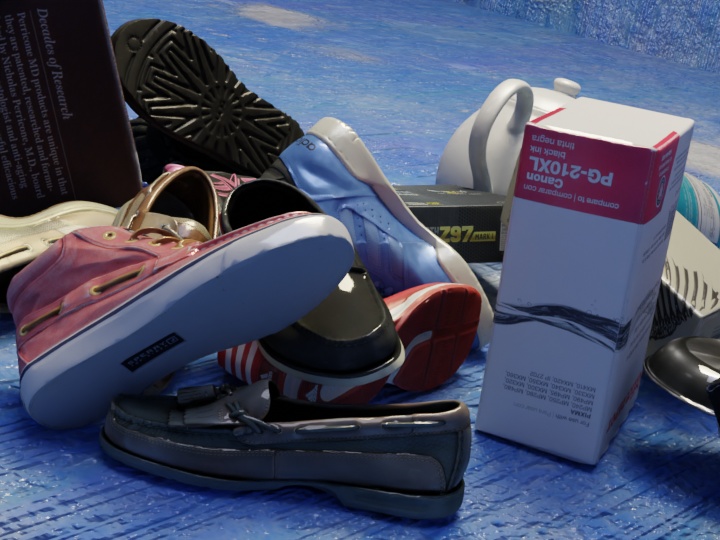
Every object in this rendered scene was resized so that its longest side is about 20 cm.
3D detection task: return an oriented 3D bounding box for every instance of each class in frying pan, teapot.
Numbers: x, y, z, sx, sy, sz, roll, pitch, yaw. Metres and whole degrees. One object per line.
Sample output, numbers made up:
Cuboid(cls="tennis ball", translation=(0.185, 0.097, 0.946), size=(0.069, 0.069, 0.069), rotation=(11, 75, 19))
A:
Cuboid(cls="frying pan", translation=(0.269, 0.078, 0.856), size=(0.189, 0.031, 0.115), rotation=(13, 17, -6))
Cuboid(cls="teapot", translation=(0.170, -0.108, 1.289), size=(0.197, 0.147, 0.200), rotation=(15, 12, -13))

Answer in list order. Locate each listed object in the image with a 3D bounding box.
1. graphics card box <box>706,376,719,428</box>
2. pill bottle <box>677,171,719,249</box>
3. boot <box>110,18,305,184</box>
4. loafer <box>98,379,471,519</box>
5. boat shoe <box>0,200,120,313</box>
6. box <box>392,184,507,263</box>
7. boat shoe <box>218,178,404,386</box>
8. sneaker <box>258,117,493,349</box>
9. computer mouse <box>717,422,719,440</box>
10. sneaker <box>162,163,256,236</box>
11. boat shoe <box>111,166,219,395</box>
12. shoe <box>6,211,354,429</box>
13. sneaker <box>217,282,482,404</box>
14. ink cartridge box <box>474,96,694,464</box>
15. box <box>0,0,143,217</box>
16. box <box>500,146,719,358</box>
Cuboid(cls="graphics card box", translation=(0.275, 0.093, 0.781), size=(0.051, 0.126, 0.200), rotation=(-22, -4, 40))
Cuboid(cls="pill bottle", translation=(0.242, -0.040, 1.179), size=(0.200, 0.111, 0.111), rotation=(17, 8, -46))
Cuboid(cls="boot", translation=(-0.164, -0.131, 1.164), size=(0.157, 0.080, 0.211), rotation=(4, -26, 47))
Cuboid(cls="loafer", translation=(-0.038, 0.082, 0.740), size=(0.199, 0.063, 0.072), rotation=(10, 18, -3))
Cuboid(cls="boat shoe", translation=(-0.205, 0.000, 0.900), size=(0.065, 0.072, 0.200), rotation=(44, 22, 23))
Cuboid(cls="box", translation=(0.029, -0.040, 1.126), size=(0.199, 0.051, 0.158), rotation=(-1, 9, -25))
Cuboid(cls="boat shoe", translation=(-0.035, 0.005, 0.811), size=(0.073, 0.063, 0.201), rotation=(-16, 30, -16))
Cuboid(cls="sneaker", translation=(0.000, 0.000, 0.978), size=(0.111, 0.200, 0.077), rotation=(-41, 7, -16))
Cuboid(cls="computer mouse", translation=(0.284, 0.109, 0.894), size=(0.109, 0.044, 0.200), rotation=(30, 20, 36))
Cuboid(cls="sneaker", translation=(-0.097, -0.035, 1.039), size=(0.095, 0.079, 0.200), rotation=(1, 21, -14))
Cuboid(cls="boat shoe", translation=(-0.127, -0.004, 0.867), size=(0.076, 0.072, 0.200), rotation=(32, 28, -24))
Cuboid(cls="shoe", translation=(-0.105, 0.002, 0.758), size=(0.072, 0.199, 0.091), rotation=(54, 10, -53))
Cuboid(cls="sneaker", translation=(-0.012, 0.032, 0.894), size=(0.115, 0.079, 0.200), rotation=(24, 20, 31))
Cuboid(cls="ink cartridge box", translation=(0.144, 0.002, 0.879), size=(0.084, 0.201, 0.145), rotation=(14, 17, 19))
Cuboid(cls="box", translation=(-0.276, -0.124, 0.985), size=(0.199, 0.165, 0.166), rotation=(-15, 23, -12))
Cuboid(cls="box", translation=(0.193, -0.012, 1.006), size=(0.068, 0.082, 0.200), rotation=(-20, 50, -29))
